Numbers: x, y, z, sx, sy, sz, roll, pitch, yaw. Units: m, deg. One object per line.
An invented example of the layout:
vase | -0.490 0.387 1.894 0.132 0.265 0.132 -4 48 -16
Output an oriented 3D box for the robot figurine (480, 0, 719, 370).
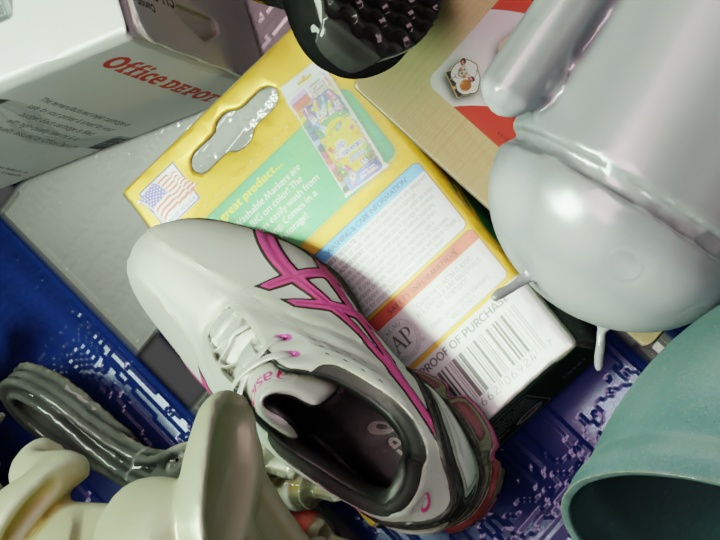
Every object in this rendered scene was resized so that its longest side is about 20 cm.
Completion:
robot figurine | 0.127 -0.059 1.091 0.201 0.169 0.113 -59 24 -3

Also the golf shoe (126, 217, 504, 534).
golf shoe | -0.028 0.038 1.135 0.200 0.092 0.073 36 99 22

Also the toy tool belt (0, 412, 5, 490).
toy tool belt | -0.223 0.094 1.204 0.124 0.200 0.123 31 108 0

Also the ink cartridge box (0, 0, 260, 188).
ink cartridge box | -0.165 -0.100 1.229 0.199 0.144 0.084 -19 78 19

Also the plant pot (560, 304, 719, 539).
plant pot | 0.197 0.074 1.054 0.199 0.201 0.135 17 67 23

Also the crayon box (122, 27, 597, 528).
crayon box | 0.000 0.000 1.203 0.126 0.052 0.200 -42 72 14

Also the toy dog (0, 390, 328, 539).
toy dog | -0.122 0.163 1.101 0.199 0.140 0.195 -11 51 26

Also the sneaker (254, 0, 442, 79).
sneaker | -0.019 -0.135 1.176 0.090 0.070 0.201 -39 30 29

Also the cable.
cable | -0.081 0.092 1.232 0.199 0.097 0.050 24 63 41

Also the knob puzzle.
knob puzzle | 0.126 -0.098 1.168 0.218 0.030 0.221 -1 83 8
